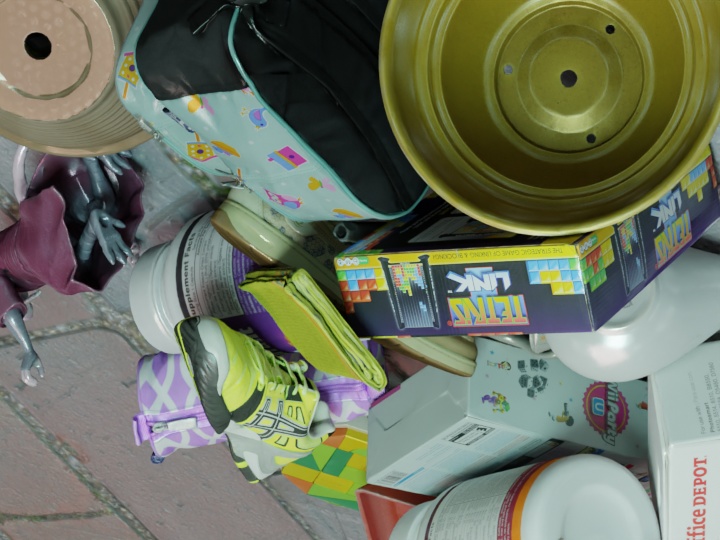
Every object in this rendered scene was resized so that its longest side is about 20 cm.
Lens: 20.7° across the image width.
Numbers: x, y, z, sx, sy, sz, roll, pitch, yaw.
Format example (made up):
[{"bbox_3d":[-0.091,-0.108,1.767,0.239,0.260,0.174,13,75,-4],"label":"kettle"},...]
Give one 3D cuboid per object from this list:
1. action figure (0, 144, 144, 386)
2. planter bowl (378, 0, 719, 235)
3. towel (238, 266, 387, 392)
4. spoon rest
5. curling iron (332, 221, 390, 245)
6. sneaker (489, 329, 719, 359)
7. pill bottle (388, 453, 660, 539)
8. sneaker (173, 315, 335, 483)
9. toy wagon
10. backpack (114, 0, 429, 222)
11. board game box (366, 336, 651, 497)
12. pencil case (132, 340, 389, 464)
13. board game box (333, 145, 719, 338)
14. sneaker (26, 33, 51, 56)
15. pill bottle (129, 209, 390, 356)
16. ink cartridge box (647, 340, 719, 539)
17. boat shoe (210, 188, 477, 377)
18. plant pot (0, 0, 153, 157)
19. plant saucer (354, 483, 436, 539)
[{"bbox_3d":[-0.242,-0.016,1.461,0.149,0.134,0.199,44,141,-16],"label":"action figure"},{"bbox_3d":[0.115,-0.116,1.126,0.198,0.203,0.083,15,178,14],"label":"planter bowl"},{"bbox_3d":[-0.033,0.036,1.228,0.086,0.018,0.200,53,171,-7],"label":"towel"},{"bbox_3d":[0.210,0.010,1.248,0.198,0.100,0.061,-15,158,13],"label":"spoon rest"},{"bbox_3d":[0.034,-0.020,1.273,0.049,0.199,0.026,14,99,26],"label":"curling iron"},{"bbox_3d":[0.155,0.034,1.303,0.198,0.092,0.077,4,110,25],"label":"sneaker"},{"bbox_3d":[0.105,0.192,1.347,0.109,0.110,0.200,38,151,-17],"label":"pill bottle"},{"bbox_3d":[-0.073,0.077,1.359,0.076,0.076,0.200,-23,153,1],"label":"sneaker"},{"bbox_3d":[0.000,0.158,1.591,0.154,0.040,0.200,18,152,-6],"label":"toy wagon"},{"bbox_3d":[-0.036,-0.124,1.167,0.152,0.177,0.200,-11,140,43],"label":"backpack"},{"bbox_3d":[0.124,0.120,1.407,0.198,0.065,0.147,15,152,-25],"label":"board game box"},{"bbox_3d":[-0.076,0.086,1.480,0.198,0.086,0.085,-14,102,10],"label":"pencil case"},{"bbox_3d":[0.105,-0.020,1.193,0.164,0.200,0.057,-1,109,34],"label":"board game box"},{"bbox_3d":[-0.171,-0.155,1.301,0.198,0.074,0.081,23,140,0],"label":"sneaker"},{"bbox_3d":[-0.069,0.006,1.403,0.199,0.112,0.112,-11,131,40],"label":"pill bottle"},{"bbox_3d":[0.288,0.111,1.282,0.198,0.085,0.147,-7,139,2],"label":"ink cartridge box"},{"bbox_3d":[0.000,0.000,1.270,0.199,0.063,0.073,34,172,-12],"label":"boat shoe"},{"bbox_3d":[-0.188,-0.154,1.223,0.198,0.093,0.203,3,117,5],"label":"plant pot"},{"bbox_3d":[0.104,0.236,1.561,0.198,0.037,0.200,14,146,20],"label":"plant saucer"}]
